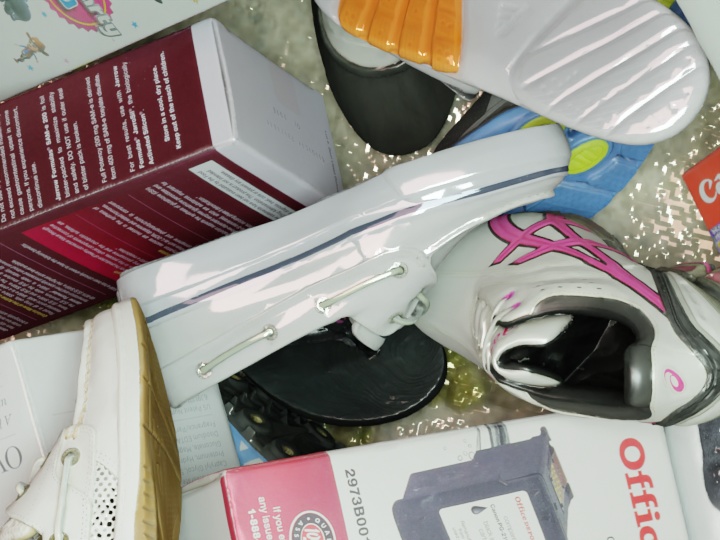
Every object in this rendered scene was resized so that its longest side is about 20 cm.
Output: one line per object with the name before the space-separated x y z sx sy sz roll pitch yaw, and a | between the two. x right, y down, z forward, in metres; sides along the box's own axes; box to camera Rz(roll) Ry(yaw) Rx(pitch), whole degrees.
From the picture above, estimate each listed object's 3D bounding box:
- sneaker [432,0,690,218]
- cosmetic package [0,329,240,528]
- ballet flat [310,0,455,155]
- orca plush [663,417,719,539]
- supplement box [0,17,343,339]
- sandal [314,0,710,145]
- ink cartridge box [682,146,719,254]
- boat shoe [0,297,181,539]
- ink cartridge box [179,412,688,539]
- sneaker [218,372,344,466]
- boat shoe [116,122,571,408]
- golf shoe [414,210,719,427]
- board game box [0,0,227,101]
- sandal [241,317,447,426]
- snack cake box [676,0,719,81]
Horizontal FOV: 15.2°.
sneaker | 0.101 -0.091 1.159 0.071 0.083 0.200 30 117 -23
cosmetic package | -0.148 0.146 1.172 0.199 0.123 0.201 -23 81 38
ballet flat | 0.004 -0.152 1.188 0.068 0.068 0.201 -3 87 17
orca plush | 0.163 0.103 1.144 0.105 0.071 0.201 -43 56 58
supplement box | -0.120 -0.033 1.162 0.199 0.109 0.061 -20 68 19
sandal | 0.060 -0.100 1.105 0.206 0.059 0.079 35 89 31
ink cartridge box | 0.189 -0.035 1.102 0.109 0.050 0.201 -40 72 56
boat shoe | -0.107 0.097 1.035 0.069 0.071 0.201 -9 51 7
ink cartridge box | 0.036 0.141 1.099 0.199 0.084 0.145 -8 80 -24
sneaker | -0.021 0.128 1.189 0.072 0.072 0.200 -43 73 20
boat shoe | 0.000 0.000 1.119 0.199 0.074 0.067 -21 88 11
golf shoe | 0.077 0.018 1.102 0.200 0.092 0.073 11 104 50
board game box | -0.082 -0.152 1.129 0.200 0.148 0.064 -18 114 52
sandal | -0.050 0.000 1.203 0.200 0.048 0.075 36 80 17
snack cake box | 0.225 -0.103 1.044 0.067 0.199 0.115 -41 72 50
